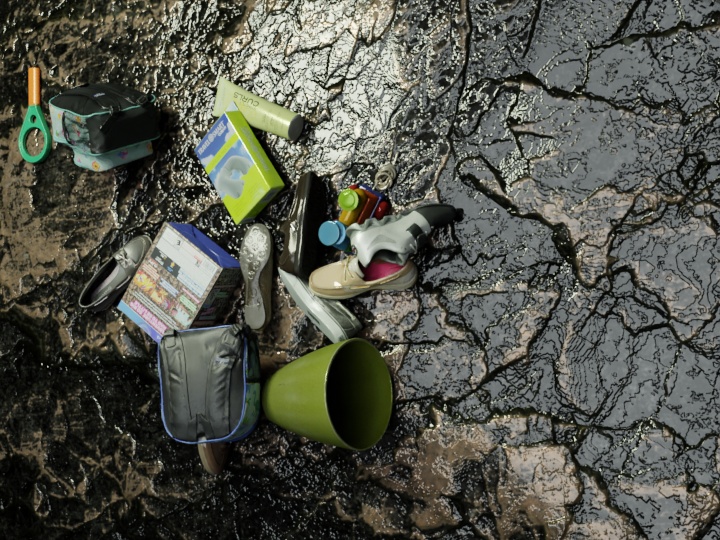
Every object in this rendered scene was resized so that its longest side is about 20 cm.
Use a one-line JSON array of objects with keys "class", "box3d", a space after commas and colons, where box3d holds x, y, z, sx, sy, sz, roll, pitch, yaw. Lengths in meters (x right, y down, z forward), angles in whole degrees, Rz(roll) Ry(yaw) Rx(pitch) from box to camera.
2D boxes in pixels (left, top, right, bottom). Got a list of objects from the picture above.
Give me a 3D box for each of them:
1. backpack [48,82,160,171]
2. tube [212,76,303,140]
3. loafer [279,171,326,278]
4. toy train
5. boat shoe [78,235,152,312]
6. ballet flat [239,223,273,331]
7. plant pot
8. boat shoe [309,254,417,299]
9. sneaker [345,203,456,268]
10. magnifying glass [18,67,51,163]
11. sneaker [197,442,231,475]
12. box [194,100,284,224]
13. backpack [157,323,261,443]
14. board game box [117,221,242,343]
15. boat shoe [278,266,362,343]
[{"class": "backpack", "box3d": [-0.510, -0.289, 1.769, 0.199, 0.175, 0.155, 27, 130, 32]}, {"class": "tube", "box3d": [-0.201, -0.301, 1.710, 0.198, 0.052, 0.058, 26, 70, 25]}, {"class": "loafer", "box3d": [-0.115, -0.087, 1.640, 0.070, 0.073, 0.203, 0, 71, 26]}, {"class": "toy train", "box3d": [-0.001, -0.127, 1.587, 0.084, 0.115, 0.202, 30, 100, 19]}, {"class": "boat shoe", "box3d": [-0.495, 0.009, 1.820, 0.200, 0.057, 0.067, -47, 73, 15]}, {"class": "ballet flat", "box3d": [-0.191, 0.013, 1.707, 0.066, 0.046, 0.203, -4, 83, 19]}, {"class": "plant pot", "box3d": [-0.076, 0.221, 1.593, 0.198, 0.186, 0.190, -8, 86, 38]}, {"class": "boat shoe", "box3d": [0.000, 0.000, 1.586, 0.197, 0.069, 0.075, -9, 61, 7]}, {"class": "sneaker", "box3d": [0.080, -0.054, 1.540, 0.197, 0.074, 0.090, -17, 71, -12]}, {"class": "magnifying glass", "box3d": [-0.700, -0.333, 1.932, 0.078, 0.022, 0.203, -1, 90, 23]}, {"class": "sneaker", "box3d": [-0.264, 0.288, 1.713, 0.074, 0.070, 0.203, -4, 88, 21]}, {"class": "box", "box3d": [-0.237, -0.205, 1.707, 0.122, 0.047, 0.201, -41, 75, 36]}, {"class": "backpack", "box3d": [-0.262, 0.209, 1.621, 0.180, 0.147, 0.203, -6, 78, 14]}, {"class": "board game box", "box3d": [-0.345, 0.035, 1.736, 0.159, 0.097, 0.201, 37, 102, 19]}, {"class": "boat shoe", "box3d": [-0.075, 0.054, 1.647, 0.063, 0.071, 0.200, -36, 64, -16]}]
